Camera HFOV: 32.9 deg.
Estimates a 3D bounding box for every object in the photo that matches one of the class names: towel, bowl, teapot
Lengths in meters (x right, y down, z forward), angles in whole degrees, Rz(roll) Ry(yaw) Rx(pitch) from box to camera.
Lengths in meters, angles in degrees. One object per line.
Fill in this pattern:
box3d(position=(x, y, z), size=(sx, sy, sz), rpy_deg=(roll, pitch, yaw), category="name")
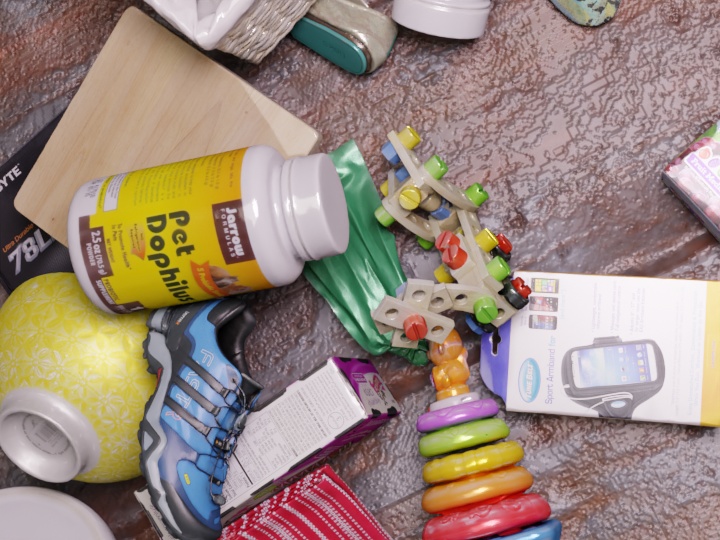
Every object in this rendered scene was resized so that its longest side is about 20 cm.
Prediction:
box3d(position=(-0.069, 0.266, 1.034), size=(0.200, 0.022, 0.145), rpy_deg=(-34, 113, 9), category="towel")
box3d(position=(-0.242, 0.113, 1.023), size=(0.200, 0.108, 0.201), rpy_deg=(11, 127, 16), category="bowl")
box3d(position=(-0.287, 0.297, 1.055), size=(0.197, 0.146, 0.200), rpy_deg=(-9, 50, -8), category="teapot")

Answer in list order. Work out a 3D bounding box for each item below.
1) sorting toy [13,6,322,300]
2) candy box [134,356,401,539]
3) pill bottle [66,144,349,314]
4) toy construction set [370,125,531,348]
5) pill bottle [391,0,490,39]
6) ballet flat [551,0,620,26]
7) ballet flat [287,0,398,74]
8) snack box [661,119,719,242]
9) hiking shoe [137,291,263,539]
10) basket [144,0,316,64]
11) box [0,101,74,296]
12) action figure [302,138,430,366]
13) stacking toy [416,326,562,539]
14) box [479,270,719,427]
box3d(position=(-0.157, -0.083, 1.036), size=(0.199, 0.070, 0.200), rpy_deg=(35, 100, 10), category="sorting toy")
box3d(position=(-0.073, 0.151, 1.019), size=(0.200, 0.136, 0.061), rpy_deg=(-34, 79, 9), category="candy box")
box3d(position=(-0.114, -0.033, 0.935), size=(0.199, 0.109, 0.110), rpy_deg=(-11, 84, 14), category="pill bottle")
box3d(position=(0.067, -0.017, 0.989), size=(0.092, 0.131, 0.200), rpy_deg=(-31, 36, 31), category="toy construction set")
box3d(position=(0.082, -0.300, 1.005), size=(0.111, 0.111, 0.201), rpy_deg=(16, 115, 13), category="pill bottle")
box3d(position=(0.166, -0.305, 1.034), size=(0.074, 0.074, 0.201), rpy_deg=(-23, 82, 10), category="ballet flat")
box3d(position=(-0.056, -0.241, 1.090), size=(0.200, 0.067, 0.062), rpy_deg=(32, 65, 9), category="ballet flat")
box3d(position=(0.363, -0.052, 0.981), size=(0.142, 0.053, 0.200), rpy_deg=(-42, 79, 5), category="snack box")
box3d(position=(-0.117, 0.109, 0.928), size=(0.086, 0.074, 0.201), rpy_deg=(-16, 65, 18), category="hiking shoe")
box3d(position=(-0.108, -0.303, 0.978), size=(0.198, 0.161, 0.200), rpy_deg=(43, 100, 7), category="basket")
box3d(position=(-0.243, -0.041, 1.116), size=(0.200, 0.050, 0.199), rpy_deg=(-39, 80, 6), category="box")
box3d(position=(0.000, 0.000, 1.054), size=(0.118, 0.055, 0.200), rpy_deg=(-35, 75, 8), category="action figure")
box3d(position=(0.087, 0.141, 0.999), size=(0.109, 0.116, 0.201), rpy_deg=(-16, 80, 11), category="stacking toy")
box3d(position=(0.202, 0.063, 1.016), size=(0.199, 0.041, 0.119), rpy_deg=(3, 87, 15), category="box")
